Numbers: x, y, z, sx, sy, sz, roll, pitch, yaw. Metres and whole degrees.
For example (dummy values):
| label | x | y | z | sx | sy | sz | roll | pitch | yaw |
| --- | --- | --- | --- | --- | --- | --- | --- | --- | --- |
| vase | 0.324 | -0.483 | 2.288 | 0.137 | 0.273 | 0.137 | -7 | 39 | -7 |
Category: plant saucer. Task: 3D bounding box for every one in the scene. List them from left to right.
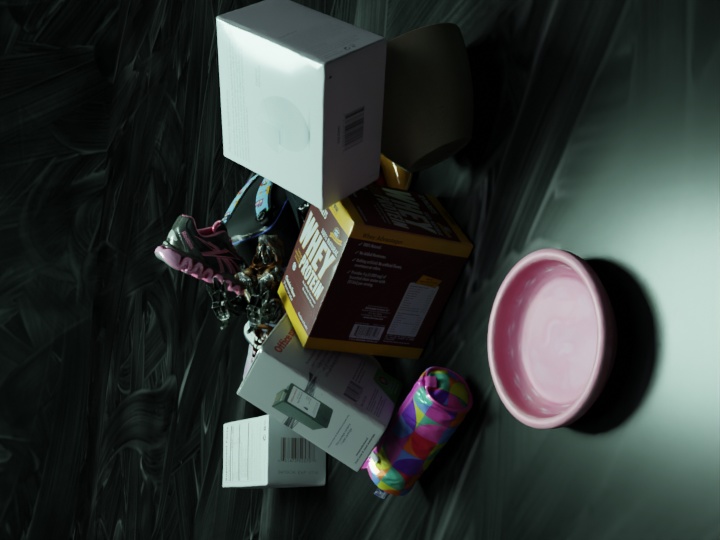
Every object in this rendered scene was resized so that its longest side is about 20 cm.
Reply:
| label | x | y | z | sx | sy | sz | roll | pitch | yaw |
| --- | --- | --- | --- | --- | --- | --- | --- | --- | --- |
| plant saucer | 0.224 | 0.079 | 1.038 | 0.200 | 0.050 | 0.205 | -19 | 68 | 59 |

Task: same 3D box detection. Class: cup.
| label | x | y | z | sx | sy | sz | roll | pitch | yaw |
| --- | --- | --- | --- | --- | --- | --- | --- | --- | --- |
| cup | 0.080 | -0.224 | 1.252 | 0.200 | 0.198 | 0.145 | -36 | 78 | 52 |

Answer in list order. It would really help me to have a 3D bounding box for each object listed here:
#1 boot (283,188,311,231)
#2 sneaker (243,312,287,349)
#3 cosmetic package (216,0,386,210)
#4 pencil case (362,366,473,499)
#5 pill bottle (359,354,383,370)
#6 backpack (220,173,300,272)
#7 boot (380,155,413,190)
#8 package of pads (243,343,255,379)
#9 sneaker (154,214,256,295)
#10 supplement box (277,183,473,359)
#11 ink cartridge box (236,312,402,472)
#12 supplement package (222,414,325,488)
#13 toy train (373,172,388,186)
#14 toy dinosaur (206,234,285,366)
| label | x | y | z | sx | sy | sz | roll | pitch | yaw |
| --- | --- | --- | --- | --- | --- | --- | --- | --- | --- |
| boot | -0.077 | -0.172 | 1.351 | 0.169 | 0.075 | 0.202 | 58 | 144 | 39 |
| sneaker | -0.111 | 0.085 | 1.456 | 0.147 | 0.077 | 0.202 | -52 | 27 | 2 |
| cosmetic package | -0.079 | -0.223 | 1.184 | 0.198 | 0.122 | 0.202 | 29 | 133 | 31 |
| pencil case | 0.075 | 0.223 | 1.235 | 0.201 | 0.087 | 0.089 | -59 | 37 | 32 |
| pill bottle | -0.055 | 0.188 | 1.444 | 0.199 | 0.118 | 0.122 | -13 | 73 | 59 |
| backpack | -0.147 | -0.082 | 1.513 | 0.181 | 0.135 | 0.202 | -21 | 34 | 36 |
| boot | 0.007 | -0.217 | 1.390 | 0.070 | 0.142 | 0.205 | -27 | 60 | 49 |
| package of pads | -0.133 | 0.113 | 1.593 | 0.076 | 0.118 | 0.204 | -129 | 50 | -75 |
| sneaker | -0.214 | -0.024 | 1.396 | 0.079 | 0.198 | 0.097 | 17 | 83 | 52 |
| supplement box | 0.016 | -0.002 | 1.278 | 0.202 | 0.194 | 0.133 | -66 | 33 | 26 |
| ink cartridge box | -0.053 | 0.162 | 1.254 | 0.085 | 0.198 | 0.146 | -58 | -2 | 22 |
| supplement package | -0.155 | 0.323 | 1.597 | 0.199 | 0.115 | 0.120 | -23 | 64 | 58 |
| toy train | -0.012 | -0.129 | 1.424 | 0.084 | 0.115 | 0.203 | -34 | 56 | 33 |
| toy dinosaur | -0.146 | 0.049 | 1.358 | 0.101 | 0.135 | 0.204 | -19 | 81 | 22 |
